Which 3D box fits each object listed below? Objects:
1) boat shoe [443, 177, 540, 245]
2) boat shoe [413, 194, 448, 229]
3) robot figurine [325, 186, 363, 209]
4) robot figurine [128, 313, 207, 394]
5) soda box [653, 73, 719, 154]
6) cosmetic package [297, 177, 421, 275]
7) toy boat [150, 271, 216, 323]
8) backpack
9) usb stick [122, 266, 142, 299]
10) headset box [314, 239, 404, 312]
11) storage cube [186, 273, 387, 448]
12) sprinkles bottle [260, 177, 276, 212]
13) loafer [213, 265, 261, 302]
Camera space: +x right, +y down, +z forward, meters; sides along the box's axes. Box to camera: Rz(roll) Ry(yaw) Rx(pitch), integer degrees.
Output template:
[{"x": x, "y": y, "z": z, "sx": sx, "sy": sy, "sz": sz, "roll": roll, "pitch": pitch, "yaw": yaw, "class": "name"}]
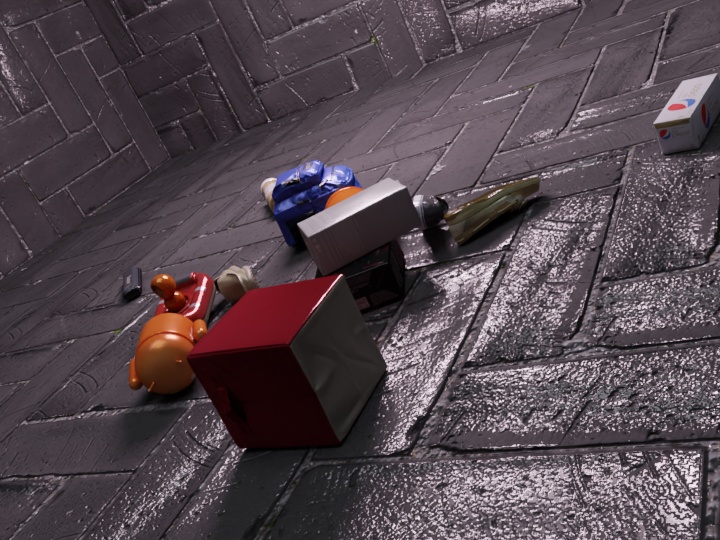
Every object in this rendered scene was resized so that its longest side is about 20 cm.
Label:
[{"x": 0.251, "y": -0.115, "z": 1.423, "sx": 0.200, "sy": 0.063, "sz": 0.073, "roll": -26, "pitch": 8, "yaw": -18, "class": "boat shoe"}, {"x": 0.139, "y": -0.118, "z": 1.490, "sx": 0.066, "sy": 0.070, "sz": 0.200, "roll": -10, "pitch": 2, "yaw": 9, "class": "boat shoe"}, {"x": -0.012, "y": -0.108, "z": 1.585, "sx": 0.144, "sy": 0.116, "sz": 0.200, "roll": -63, "pitch": 19, "yaw": 11, "class": "robot figurine"}, {"x": -0.351, "y": 0.152, "z": 1.397, "sx": 0.144, "sy": 0.117, "sz": 0.200, "roll": -1, "pitch": 18, "yaw": -10, "class": "robot figurine"}, {"x": 0.601, "y": -0.287, "z": 1.396, "sx": 0.068, "sy": 0.064, "sz": 0.200, "roll": -6, "pitch": 30, "yaw": 42, "class": "soda box"}, {"x": -0.003, "y": -0.083, "z": 1.376, "sx": 0.200, "sy": 0.090, "sz": 0.107, "roll": -24, "pitch": 21, "yaw": -6, "class": "cosmetic package"}, {"x": -0.389, "y": 0.063, "z": 1.597, "sx": 0.130, "sy": 0.131, "sz": 0.200, "roll": -20, "pitch": 36, "yaw": 17, "class": "toy boat"}, {"x": -0.095, "y": -0.164, "z": 1.768, "sx": 0.200, "sy": 0.168, "sz": 0.163, "roll": -18, "pitch": 29, "yaw": 10, "class": "backpack"}, {"x": -0.620, "y": 0.033, "z": 2.083, "sx": 0.055, "sy": 0.033, "sz": 0.200, "roll": -28, "pitch": 22, "yaw": -7, "class": "usb stick"}, {"x": 0.000, "y": 0.000, "z": 1.399, "sx": 0.148, "sy": 0.075, "sz": 0.200, "roll": -20, "pitch": 22, "yaw": 13, "class": "headset box"}, {"x": -0.097, "y": 0.131, "z": 1.081, "sx": 0.180, "sy": 0.171, "sz": 0.200, "roll": -10, "pitch": 26, "yaw": 32, "class": "storage cube"}, {"x": -0.238, "y": -0.211, "z": 2.164, "sx": 0.068, "sy": 0.068, "sz": 0.200, "roll": -28, "pitch": 21, "yaw": -4, "class": "sprinkles bottle"}, {"x": -0.261, "y": 0.035, "z": 1.628, "sx": 0.068, "sy": 0.076, "sz": 0.200, "roll": -35, "pitch": 14, "yaw": -18, "class": "loafer"}]
